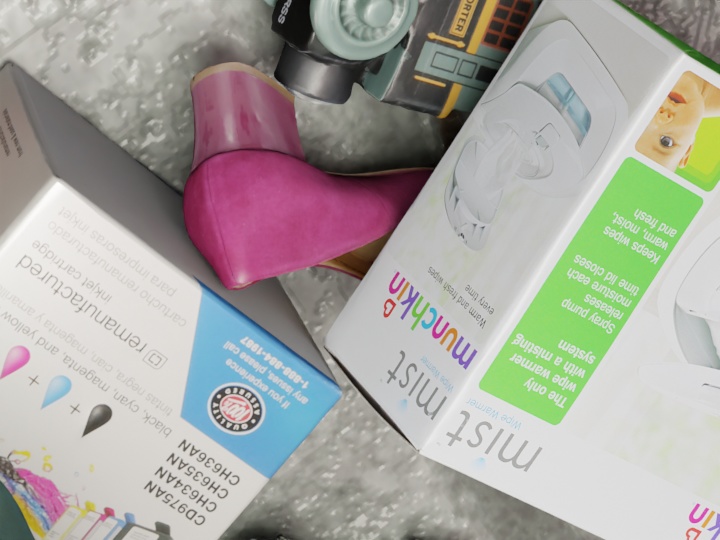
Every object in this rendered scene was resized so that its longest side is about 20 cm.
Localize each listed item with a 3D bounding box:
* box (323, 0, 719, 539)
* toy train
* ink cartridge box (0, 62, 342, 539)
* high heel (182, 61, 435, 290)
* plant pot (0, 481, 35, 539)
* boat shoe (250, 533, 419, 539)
[{"bbox_3d":[0.118,0.012,1.052,0.200,0.097,0.177,28,100,-35],"label":"box"},{"bbox_3d":[0.035,-0.153,1.063,0.114,0.085,0.201,14,104,-33],"label":"toy train"},{"bbox_3d":[-0.136,0.056,1.051,0.147,0.145,0.200,38,98,-25],"label":"ink cartridge box"},{"bbox_3d":[0.000,0.000,1.075,0.067,0.097,0.200,-29,142,32],"label":"high heel"},{"bbox_3d":[-0.168,0.151,0.890,0.199,0.196,0.201,-5,112,-13],"label":"plant pot"},{"bbox_3d":[0.027,0.150,1.185,0.200,0.072,0.071,31,90,-34],"label":"boat shoe"}]
